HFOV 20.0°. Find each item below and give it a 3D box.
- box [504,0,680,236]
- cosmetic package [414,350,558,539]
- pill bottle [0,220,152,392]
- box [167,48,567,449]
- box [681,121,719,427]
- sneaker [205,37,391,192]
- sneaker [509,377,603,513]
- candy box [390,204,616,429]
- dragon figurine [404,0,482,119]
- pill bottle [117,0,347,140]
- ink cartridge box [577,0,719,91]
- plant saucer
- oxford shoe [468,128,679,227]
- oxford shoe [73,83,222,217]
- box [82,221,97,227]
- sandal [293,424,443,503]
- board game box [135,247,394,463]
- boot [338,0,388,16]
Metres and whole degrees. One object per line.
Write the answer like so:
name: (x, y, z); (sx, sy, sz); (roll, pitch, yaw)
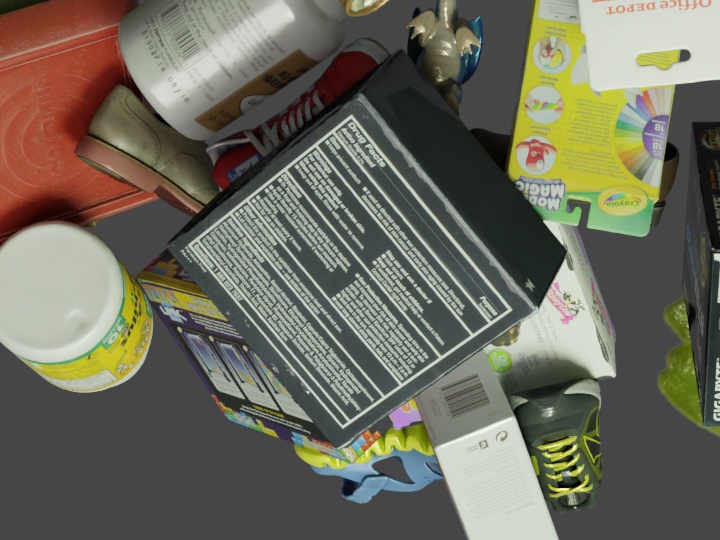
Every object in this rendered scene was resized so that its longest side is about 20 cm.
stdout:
box: (0.175, -0.127, 1.530); (0.117, 0.201, 0.048); (10, 167, 1)
cosmetic package: (0.109, 0.179, 1.683); (0.071, 0.102, 0.200); (-22, 123, 0)
pill bottle: (-0.231, 0.038, 1.666); (0.112, 0.113, 0.200); (2, 165, 6)
box: (0.008, -0.015, 1.478); (0.198, 0.123, 0.200); (-36, 98, 28)
box: (0.282, -0.001, 1.578); (0.046, 0.200, 0.159); (0, 123, 4)
sneaker: (-0.047, -0.103, 1.558); (0.071, 0.112, 0.200); (56, 150, 5)
sneaker: (0.175, 0.148, 1.701); (0.074, 0.085, 0.200); (-13, 159, 9)
candy box: (0.095, 0.027, 1.695); (0.199, 0.072, 0.168); (-14, 119, 16)
dragon figurine: (0.064, -0.170, 1.580); (0.059, 0.099, 0.201); (9, 104, 3)
pill bottle: (-0.074, -0.196, 1.545); (0.200, 0.114, 0.114); (-32, 113, 16)
ink cartridge box: (0.212, -0.234, 1.472); (0.116, 0.067, 0.201); (-4, 94, 10)
plant saucer: (-0.248, -0.109, 1.608); (0.200, 0.037, 0.200); (-20, 124, -21)
oxford shoe: (0.162, -0.094, 1.594); (0.200, 0.073, 0.085); (7, 120, -30)
oxford shoe: (-0.136, -0.085, 1.631); (0.200, 0.070, 0.075); (28, 86, -49)
box: (-0.319, -0.095, 1.687); (0.199, 0.042, 0.119); (2, 121, 8)
sandal: (0.047, 0.158, 1.787); (0.199, 0.080, 0.087); (-4, 133, 16)
board game box: (-0.081, 0.064, 1.679); (0.200, 0.057, 0.166); (13, 138, 55)
boot: (-0.004, -0.310, 1.432); (0.200, 0.066, 0.175); (58, 134, 23)
